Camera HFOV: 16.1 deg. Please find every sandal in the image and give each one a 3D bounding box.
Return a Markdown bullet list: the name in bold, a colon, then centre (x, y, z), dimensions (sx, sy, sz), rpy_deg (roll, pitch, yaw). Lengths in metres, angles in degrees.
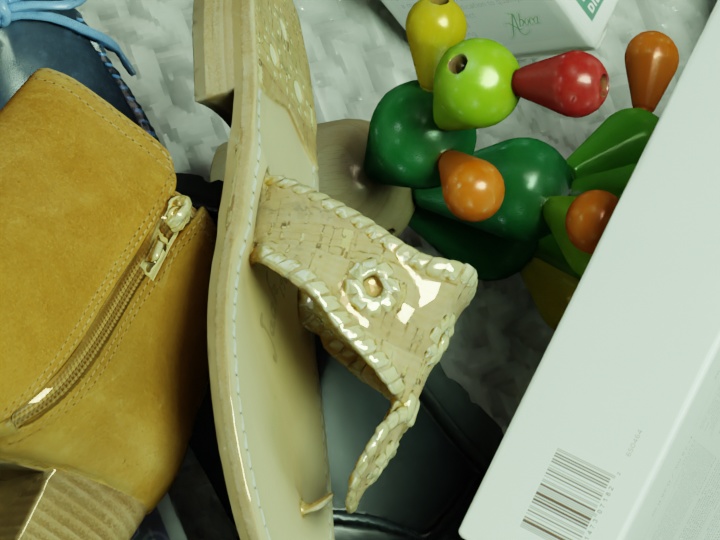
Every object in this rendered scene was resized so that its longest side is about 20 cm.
- **sandal**: centre (-0.002, -0.002, 0.730), dimensions (0.069, 0.078, 0.213), rpy_deg (-14, 63, 15)

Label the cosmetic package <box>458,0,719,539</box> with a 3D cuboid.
- **cosmetic package**: centre (0.113, 0.012, 0.789), dimensions (0.051, 0.151, 0.201), rpy_deg (25, 86, 25)

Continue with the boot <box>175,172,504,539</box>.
- **boot**: centre (-0.030, 0.086, 0.776), dimensions (0.200, 0.076, 0.169), rpy_deg (43, 46, -16)

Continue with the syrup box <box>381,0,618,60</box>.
- **syrup box**: centre (0.015, -0.166, 0.862), dimensions (0.200, 0.081, 0.079), rpy_deg (48, 56, -34)

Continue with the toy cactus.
- **toy cactus**: centre (0.031, -0.037, 0.836), dimensions (0.164, 0.200, 0.103), rpy_deg (0, 83, 16)

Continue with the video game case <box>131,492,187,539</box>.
- **video game case**: centre (-0.104, 0.139, 0.778), dimensions (0.142, 0.018, 0.201), rpy_deg (-18, 79, -28)

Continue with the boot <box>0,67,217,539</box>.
- **boot**: centre (-0.119, -0.002, 0.686), dimensions (0.201, 0.070, 0.145), rpy_deg (44, 54, -34)

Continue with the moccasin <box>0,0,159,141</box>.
- **moccasin**: centre (-0.141, -0.090, 0.815), dimensions (0.200, 0.068, 0.081), rpy_deg (42, 60, -5)
